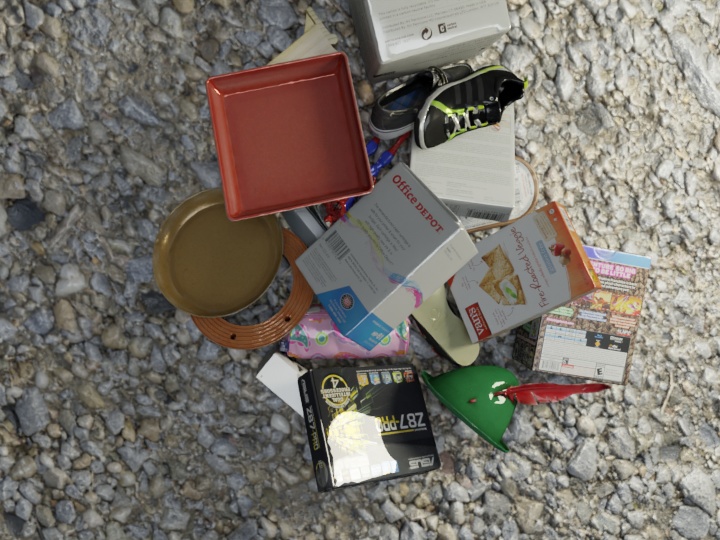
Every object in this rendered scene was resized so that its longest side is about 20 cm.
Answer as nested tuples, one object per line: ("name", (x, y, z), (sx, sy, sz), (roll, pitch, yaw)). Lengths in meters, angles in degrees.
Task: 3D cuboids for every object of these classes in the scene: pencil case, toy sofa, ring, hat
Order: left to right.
("ring", (-0.161, 0.021, 0.903), (0.196, 0.019, 0.204), (-2, 66, 5))
("toy sofa", (-0.117, -0.275, 0.891), (0.199, 0.083, 0.098), (-40, 94, -2))
("pencil case", (-0.024, 0.090, 0.930), (0.196, 0.087, 0.089), (2, 94, -7))
("hat", (0.217, 0.154, 0.917), (0.199, 0.166, 0.177), (39, 94, -25))

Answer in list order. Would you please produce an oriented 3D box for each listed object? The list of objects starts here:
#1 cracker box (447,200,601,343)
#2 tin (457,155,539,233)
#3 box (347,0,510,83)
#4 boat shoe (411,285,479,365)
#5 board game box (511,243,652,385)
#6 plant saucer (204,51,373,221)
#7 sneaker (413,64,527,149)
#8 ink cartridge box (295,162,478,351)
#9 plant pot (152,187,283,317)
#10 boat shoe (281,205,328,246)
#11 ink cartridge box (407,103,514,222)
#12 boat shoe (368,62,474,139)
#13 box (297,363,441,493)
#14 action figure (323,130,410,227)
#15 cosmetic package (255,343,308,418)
("cracker box", (0.231, 0.006, 0.899), (0.198, 0.057, 0.136), (-30, 73, 28))
("tin", (0.185, -0.119, 0.961), (0.196, 0.042, 0.114), (-13, 92, -5))
("box", (0.086, -0.404, 0.879), (0.195, 0.131, 0.204), (-16, 97, -5))
("boat shoe", (0.108, 0.061, 0.949), (0.073, 0.063, 0.203), (-38, 102, -17))
("board game box", (0.344, 0.061, 0.960), (0.156, 0.097, 0.204), (10, 93, -7))
("plant saucer", (-0.096, -0.178, 0.821), (0.195, 0.037, 0.204), (-11, 82, -2))
("sneaker", (0.162, -0.237, 0.874), (0.199, 0.082, 0.072), (-39, 136, -18))
("ink cartridge box", (0.033, -0.019, 0.802), (0.200, 0.084, 0.145), (-43, 55, 7))
("plant pot", (-0.207, -0.026, 0.897), (0.196, 0.028, 0.204), (-2, 71, 5))
("boat shoe", (-0.091, -0.113, 0.896), (0.068, 0.074, 0.200), (-35, 73, -17))
("ink cartridge box", (0.153, -0.179, 0.927), (0.157, 0.047, 0.204), (7, 64, -1))
("boat shoe", (0.096, -0.266, 0.901), (0.198, 0.067, 0.070), (-28, 69, -16))
("box", (0.014, 0.223, 0.888), (0.197, 0.049, 0.164), (5, 63, -36))
("action figure", (-0.003, -0.143, 0.930), (0.065, 0.052, 0.202), (35, 93, 8))
("cosmetic package", (-0.069, 0.199, 0.936), (0.199, 0.083, 0.051), (42, 90, -8))
